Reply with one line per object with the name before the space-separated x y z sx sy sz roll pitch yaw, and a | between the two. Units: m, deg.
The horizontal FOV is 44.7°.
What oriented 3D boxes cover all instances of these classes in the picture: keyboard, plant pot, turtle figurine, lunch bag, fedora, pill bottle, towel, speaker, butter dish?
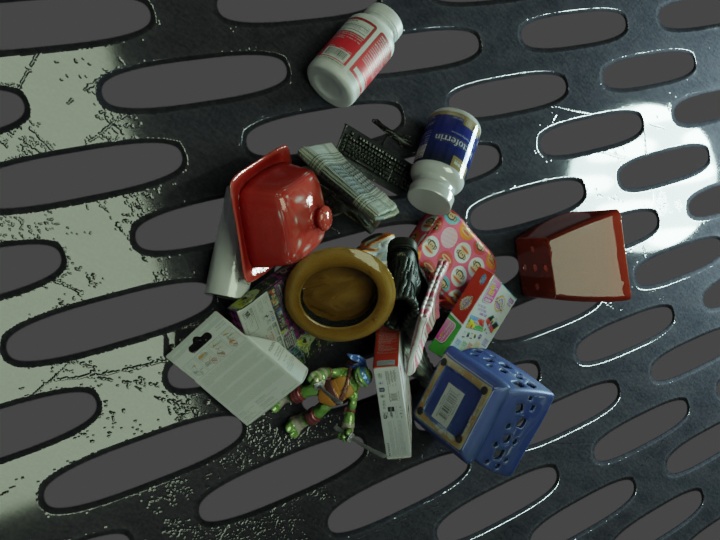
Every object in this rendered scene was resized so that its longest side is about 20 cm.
keyboard | 0.044 -0.243 1.788 0.199 0.021 0.128 27 76 -30
plant pot | 0.231 0.272 1.747 0.179 0.199 0.202 18 102 -46
turtle figurine | -0.070 0.251 1.594 0.144 0.192 0.202 37 38 -46
lunch bag | 0.179 -0.010 1.835 0.200 0.082 0.177 46 67 -24
fedora | -0.037 0.032 1.575 0.198 0.082 0.203 -1 114 -2
pill bottle | -0.006 -0.423 1.704 0.112 0.112 0.201 47 67 -23
pill bottle | 0.169 -0.223 1.796 0.115 0.115 0.202 33 64 -28
towel | 0.132 0.090 1.699 0.201 0.030 0.148 -63 166 -51
plant pot | 0.462 -0.020 1.962 0.174 0.199 0.203 -12 96 -21
speaker | -0.223 -0.048 1.580 0.081 0.081 0.203 15 82 -31
towel | -0.014 -0.167 1.628 0.192 0.200 0.035 41 104 6
butter dish | -0.118 -0.096 1.528 0.200 0.146 0.202 -44 135 -53

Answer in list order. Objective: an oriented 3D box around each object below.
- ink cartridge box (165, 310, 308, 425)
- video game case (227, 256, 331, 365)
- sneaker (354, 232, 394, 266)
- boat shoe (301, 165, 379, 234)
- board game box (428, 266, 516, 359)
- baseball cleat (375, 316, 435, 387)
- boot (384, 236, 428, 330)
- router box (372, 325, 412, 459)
ink cartridge box | -0.217 0.164 1.545 0.200 0.162 0.057 45 31 -11
video game case | -0.142 0.101 1.611 0.181 0.036 0.202 -39 130 -31
sneaker | 0.000 0.000 1.729 0.199 0.075 0.093 -27 108 -29
boat shoe | -0.039 -0.135 1.702 0.200 0.072 0.067 28 84 -27
board game box | 0.238 0.110 1.834 0.201 0.040 0.153 -57 144 -4
baseball cleat | 0.119 0.161 1.803 0.200 0.069 0.107 45 68 -25
boot | 0.085 0.058 1.688 0.212 0.078 0.159 70 17 -49
router box | 0.064 0.227 1.684 0.048 0.180 0.202 -6 113 7
